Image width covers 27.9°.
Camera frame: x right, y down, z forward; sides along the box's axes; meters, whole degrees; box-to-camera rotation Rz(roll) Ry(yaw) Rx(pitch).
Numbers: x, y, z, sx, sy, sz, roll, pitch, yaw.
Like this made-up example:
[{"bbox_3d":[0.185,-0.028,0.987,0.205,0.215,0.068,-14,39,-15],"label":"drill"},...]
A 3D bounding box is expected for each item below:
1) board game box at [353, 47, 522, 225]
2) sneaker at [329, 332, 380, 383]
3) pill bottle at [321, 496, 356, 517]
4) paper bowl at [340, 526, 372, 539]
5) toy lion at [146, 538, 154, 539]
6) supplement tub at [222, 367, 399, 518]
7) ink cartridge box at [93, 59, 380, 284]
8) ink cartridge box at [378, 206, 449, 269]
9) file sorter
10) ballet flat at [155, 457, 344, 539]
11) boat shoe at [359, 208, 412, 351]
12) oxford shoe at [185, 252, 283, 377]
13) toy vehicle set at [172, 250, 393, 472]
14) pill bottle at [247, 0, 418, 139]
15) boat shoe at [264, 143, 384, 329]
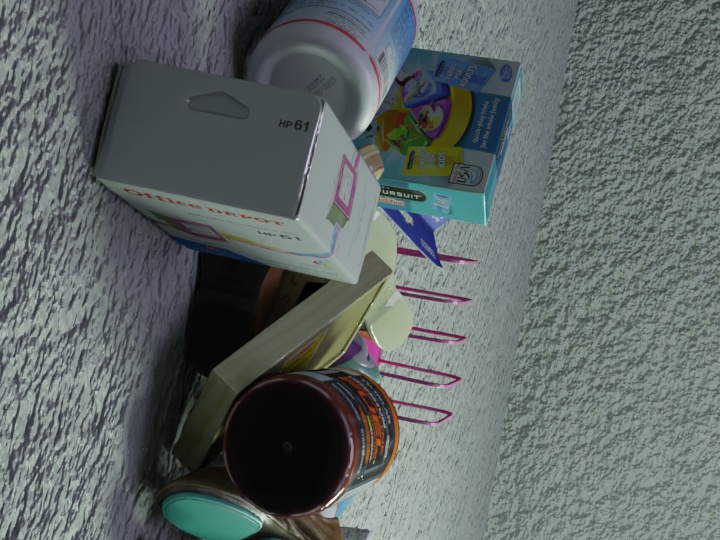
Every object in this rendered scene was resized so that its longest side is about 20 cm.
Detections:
[{"bbox_3d":[0.032,-0.129,1.286,0.047,0.197,0.152,80,24,-55],"label":"board game box"},{"bbox_3d":[-0.043,0.046,1.379,0.141,0.077,0.200,66,-14,-5],"label":"sneaker"},{"bbox_3d":[-0.062,0.192,1.319,0.200,0.107,0.110,-32,131,-72],"label":"pill bottle"},{"bbox_3d":[-0.047,0.360,1.473,0.201,0.103,0.204,6,90,-85],"label":"paper bowl"},{"bbox_3d":[-0.154,0.316,1.143,0.193,0.068,0.202,93,12,-57],"label":"toy lion"},{"bbox_3d":[-0.030,0.130,1.142,0.200,0.106,0.108,4,96,-76],"label":"supplement tub"},{"bbox_3d":[-0.078,-0.063,0.996,0.200,0.143,0.086,51,52,-72],"label":"ink cartridge box"},{"bbox_3d":[0.044,-0.126,1.435,0.200,0.040,0.202,42,33,-61],"label":"ink cartridge box"},{"bbox_3d":[0.061,0.073,1.708,0.139,0.124,0.203,-2,101,-77],"label":"file sorter"},{"bbox_3d":[-0.083,0.189,1.157,0.199,0.067,0.073,32,44,-34],"label":"ballet flat"},{"bbox_3d":[0.000,0.000,1.404,0.071,0.062,0.201,-39,142,-15],"label":"boat shoe"},{"bbox_3d":[-0.089,-0.015,1.162,0.071,0.071,0.202,-8,118,-79],"label":"oxford shoe"},{"bbox_3d":[-0.061,0.073,1.169,0.200,0.026,0.125,-37,164,-41],"label":"toy vehicle set"},{"bbox_3d":[-0.014,-0.195,1.214,0.201,0.107,0.110,-63,158,-51],"label":"pill bottle"},{"bbox_3d":[-0.031,-0.019,1.203,0.071,0.065,0.201,-24,155,-54],"label":"boat shoe"}]
